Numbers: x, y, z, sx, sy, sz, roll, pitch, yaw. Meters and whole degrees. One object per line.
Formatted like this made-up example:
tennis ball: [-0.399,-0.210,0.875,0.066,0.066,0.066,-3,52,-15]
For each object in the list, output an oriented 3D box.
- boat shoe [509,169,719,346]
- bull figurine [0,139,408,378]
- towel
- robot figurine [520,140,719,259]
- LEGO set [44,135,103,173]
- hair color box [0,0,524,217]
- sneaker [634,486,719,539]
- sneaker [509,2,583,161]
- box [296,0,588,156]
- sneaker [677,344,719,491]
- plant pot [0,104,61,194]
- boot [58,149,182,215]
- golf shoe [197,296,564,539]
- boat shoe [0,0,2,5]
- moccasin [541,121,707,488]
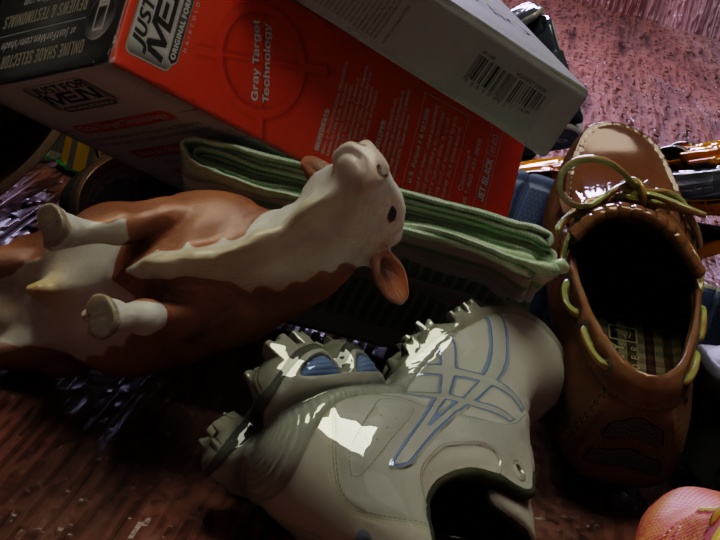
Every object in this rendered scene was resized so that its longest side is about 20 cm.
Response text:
boat shoe: [0.112,0.021,1.003,0.200,0.072,0.072,30,-16,-3]
bull figurine: [-0.078,0.002,0.762,0.200,0.065,0.121,-18,-11,40]
towel: [0.000,0.000,0.887,0.152,0.023,0.200,16,-14,1]
robot figurine: [0.116,-0.030,1.087,0.199,0.058,0.145,-6,6,21]
LEGO set: [-0.161,-0.134,1.220,0.153,0.116,0.200,19,14,16]
hair color box: [-0.040,-0.063,0.858,0.200,0.061,0.101,25,-18,-37]
sneaker: [0.128,0.103,0.680,0.073,0.077,0.200,12,12,-3]
sneaker: [0.019,-0.074,0.999,0.146,0.077,0.202,-15,2,31]
box: [0.004,-0.127,0.895,0.144,0.036,0.200,30,12,-24]
sneaker: [0.192,0.080,0.839,0.114,0.077,0.199,8,9,-2]
plant pot: [-0.208,-0.111,1.018,0.186,0.187,0.200,15,0,-1]
boot: [-0.103,-0.032,1.026,0.097,0.075,0.200,2,5,30]
golf shoe: [0.031,0.069,0.768,0.097,0.078,0.200,42,28,22]
boat shoe: [-0.214,-0.123,0.877,0.199,0.069,0.084,-3,53,-9]
moccasin: [0.110,-0.002,0.896,0.073,0.078,0.202,14,38,1]
